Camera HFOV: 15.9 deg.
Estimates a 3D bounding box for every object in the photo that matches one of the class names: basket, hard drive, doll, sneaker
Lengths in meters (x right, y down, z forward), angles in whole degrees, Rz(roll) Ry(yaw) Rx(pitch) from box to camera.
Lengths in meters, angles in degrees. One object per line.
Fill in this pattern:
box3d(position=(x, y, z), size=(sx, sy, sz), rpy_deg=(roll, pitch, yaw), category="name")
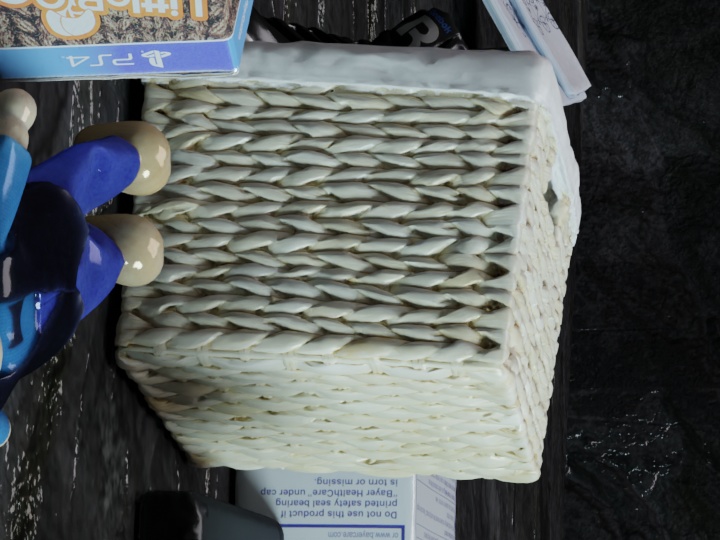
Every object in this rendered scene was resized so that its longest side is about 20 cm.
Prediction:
box3d(position=(0.000, 0.000, 1.241), size=(0.198, 0.199, 0.162), rpy_deg=(67, 26, -68), category="basket")
box3d(position=(-0.073, 0.187, 1.287), size=(0.200, 0.033, 0.140), rpy_deg=(46, 45, -77), category="hard drive")
box3d(position=(-0.124, -0.001, 0.944), size=(0.200, 0.048, 0.137), rpy_deg=(-52, 151, -65), category="doll")
box3d(position=(-0.005, -0.112, 1.358), size=(0.073, 0.112, 0.200), rpy_deg=(44, -3, 39), category="sneaker")

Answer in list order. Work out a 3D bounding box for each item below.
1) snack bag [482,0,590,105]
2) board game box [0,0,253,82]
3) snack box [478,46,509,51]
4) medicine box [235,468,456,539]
box3d(position=(0.154, -0.239, 2.433), size=(0.189, 0.021, 0.200), rpy_deg=(61, 17, 0), category="snack bag")
box3d(position=(-0.097, -0.197, 0.968), size=(0.200, 0.096, 0.160), rpy_deg=(79, 14, -47), category="board game box")
box3d(position=(0.129, -0.102, 2.404), size=(0.200, 0.067, 0.169), rpy_deg=(-63, 149, -68), category="snack box")
box3d(position=(-0.006, 0.142, 1.482), size=(0.182, 0.102, 0.201), rpy_deg=(47, 44, -76), category="medicine box")
